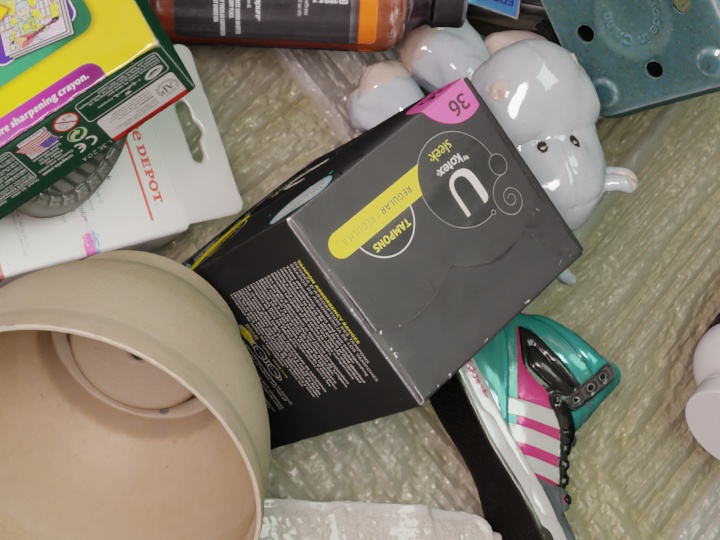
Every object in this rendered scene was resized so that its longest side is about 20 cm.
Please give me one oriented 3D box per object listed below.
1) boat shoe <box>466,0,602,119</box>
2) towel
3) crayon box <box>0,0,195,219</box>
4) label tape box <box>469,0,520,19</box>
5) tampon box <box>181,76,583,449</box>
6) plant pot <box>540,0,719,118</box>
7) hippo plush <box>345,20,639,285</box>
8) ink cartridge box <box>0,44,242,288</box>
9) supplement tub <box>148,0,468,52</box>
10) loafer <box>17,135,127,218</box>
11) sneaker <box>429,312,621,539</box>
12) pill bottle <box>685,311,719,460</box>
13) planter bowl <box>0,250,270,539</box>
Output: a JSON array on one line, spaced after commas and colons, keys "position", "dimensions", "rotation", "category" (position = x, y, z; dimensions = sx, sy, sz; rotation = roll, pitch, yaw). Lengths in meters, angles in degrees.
[{"position": [0.134, -0.152, 1.201], "dimensions": [0.198, 0.071, 0.073], "rotation": [3, 75, -31], "category": "boat shoe"}, {"position": [0.007, 0.212, 1.042], "dimensions": [0.198, 0.034, 0.134], "rotation": [7, 72, -30], "category": "towel"}, {"position": [-0.211, -0.114, 0.869], "dimensions": [0.199, 0.058, 0.173], "rotation": [-33, 65, 4], "category": "crayon box"}, {"position": [0.046, -0.272, 1.171], "dimensions": [0.142, 0.066, 0.202], "rotation": [12, 72, -15], "category": "label tape box"}, {"position": [0.000, 0.000, 0.993], "dimensions": [0.150, 0.200, 0.127], "rotation": [-41, 98, -30], "category": "tampon box"}, {"position": [0.218, -0.207, 1.120], "dimensions": [0.200, 0.194, 0.198], "rotation": [-47, 116, -45], "category": "plant pot"}, {"position": [0.078, -0.069, 1.068], "dimensions": [0.157, 0.161, 0.203], "rotation": [-9, 98, -12], "category": "hippo plush"}, {"position": [-0.179, -0.056, 0.982], "dimensions": [0.198, 0.067, 0.118], "rotation": [-15, 83, -33], "category": "ink cartridge box"}, {"position": [-0.032, -0.190, 1.045], "dimensions": [0.197, 0.107, 0.108], "rotation": [3, 73, -2], "category": "supplement tub"}, {"position": [-0.168, -0.125, 0.940], "dimensions": [0.075, 0.069, 0.202], "rotation": [27, 69, -47], "category": "loafer"}, {"position": [0.129, 0.113, 1.121], "dimensions": [0.120, 0.084, 0.202], "rotation": [-24, 89, -25], "category": "sneaker"}, {"position": [0.317, 0.051, 1.233], "dimensions": [0.113, 0.112, 0.200], "rotation": [49, 58, -11], "category": "pill bottle"}, {"position": [-0.136, 0.074, 0.916], "dimensions": [0.200, 0.200, 0.135], "rotation": [40, 32, -16], "category": "planter bowl"}]
